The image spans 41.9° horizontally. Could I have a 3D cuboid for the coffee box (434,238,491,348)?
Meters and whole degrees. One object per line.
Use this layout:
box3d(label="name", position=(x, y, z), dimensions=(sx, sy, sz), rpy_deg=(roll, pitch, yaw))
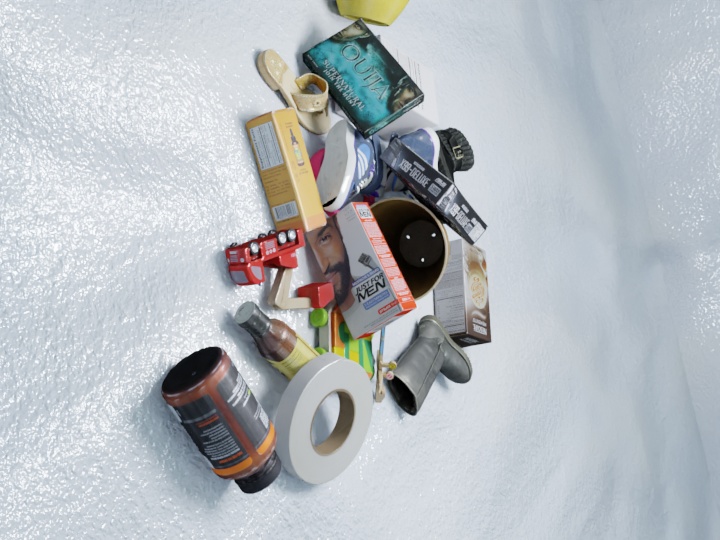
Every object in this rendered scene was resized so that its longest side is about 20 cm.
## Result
box3d(label="coffee box", position=(0.213, 0.050, 1.980), dimensions=(0.114, 0.078, 0.205), rpy_deg=(20, 64, -52))

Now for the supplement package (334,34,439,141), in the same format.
box3d(label="supplement package", position=(0.050, -0.347, 1.820), dimensions=(0.199, 0.119, 0.123), rpy_deg=(18, 62, -53))

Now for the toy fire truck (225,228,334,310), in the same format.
box3d(label="toy fire truck", position=(-0.127, 0.009, 1.500), dimensions=(0.199, 0.048, 0.144), rpy_deg=(-24, 108, -51))

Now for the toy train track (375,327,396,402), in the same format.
box3d(label="toy train track", position=(0.048, 0.140, 1.662), dimensions=(0.115, 0.032, 0.204), rpy_deg=(-93, -174, -66))

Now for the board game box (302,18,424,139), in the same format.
box3d(label="board game box", position=(0.005, -0.344, 1.676), dimensions=(0.201, 0.134, 0.028), rpy_deg=(52, -14, 19))

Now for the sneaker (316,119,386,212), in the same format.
box3d(label="sneaker", position=(-0.001, -0.156, 1.656), dimensions=(0.146, 0.080, 0.203), rpy_deg=(38, 41, -35))

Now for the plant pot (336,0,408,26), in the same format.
box3d(label="plant pot", position=(0.024, -0.554, 1.815), dimensions=(0.198, 0.197, 0.145), rpy_deg=(-3, 107, -56))

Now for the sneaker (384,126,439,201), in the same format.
box3d(label="sneaker", position=(0.084, -0.173, 1.845), dimensions=(0.145, 0.080, 0.203), rpy_deg=(-33, 141, -32))

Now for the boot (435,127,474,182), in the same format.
box3d(label="boot", position=(0.190, -0.208, 2.028), dimensions=(0.157, 0.078, 0.216), rpy_deg=(-7, 85, -57))

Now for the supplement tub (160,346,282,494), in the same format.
box3d(label="supplement tub", position=(-0.184, 0.213, 1.301), dimensions=(0.202, 0.105, 0.107), rpy_deg=(62, 36, -23))

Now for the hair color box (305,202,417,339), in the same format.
box3d(label="hair color box", position=(0.000, 0.000, 1.594), dimensions=(0.064, 0.110, 0.203), rpy_deg=(-4, 66, -61))

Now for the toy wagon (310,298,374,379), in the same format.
box3d(label="toy wagon", position=(-0.028, 0.106, 1.633), dimensions=(0.154, 0.039, 0.205), rpy_deg=(23, 61, -52))

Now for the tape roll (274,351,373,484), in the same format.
box3d(label="tape roll", position=(-0.055, 0.234, 1.486), dimensions=(0.201, 0.037, 0.207), rpy_deg=(-21, 118, -45))

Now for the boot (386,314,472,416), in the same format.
box3d(label="boot", position=(0.136, 0.206, 1.823), dimensions=(0.182, 0.072, 0.201), rpy_deg=(49, 34, -17))

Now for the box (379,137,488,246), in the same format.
box3d(label="box", position=(0.135, -0.140, 1.705), dimensions=(0.158, 0.050, 0.200), rpy_deg=(43, 2, 33))

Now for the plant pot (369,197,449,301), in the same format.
box3d(label="plant pot", position=(0.092, -0.043, 1.765), dimensions=(0.200, 0.183, 0.191), rpy_deg=(-17, 94, -73))

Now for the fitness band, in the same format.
box3d(label="fitness band", position=(-0.028, -0.157, 1.721), dimensions=(0.199, 0.037, 0.147), rpy_deg=(-19, 96, -58))

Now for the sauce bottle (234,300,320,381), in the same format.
box3d(label="sauce bottle", position=(-0.121, 0.118, 1.466), dimensions=(0.200, 0.065, 0.067), rpy_deg=(49, 43, -36))

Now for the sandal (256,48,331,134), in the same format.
box3d(label="sandal", position=(-0.091, -0.313, 1.643), dimensions=(0.211, 0.069, 0.079), rpy_deg=(41, 48, -43))

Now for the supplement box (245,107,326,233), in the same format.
box3d(label="supplement box", position=(-0.122, -0.161, 1.553), dimensions=(0.066, 0.068, 0.204), rpy_deg=(-24, 101, -56))
